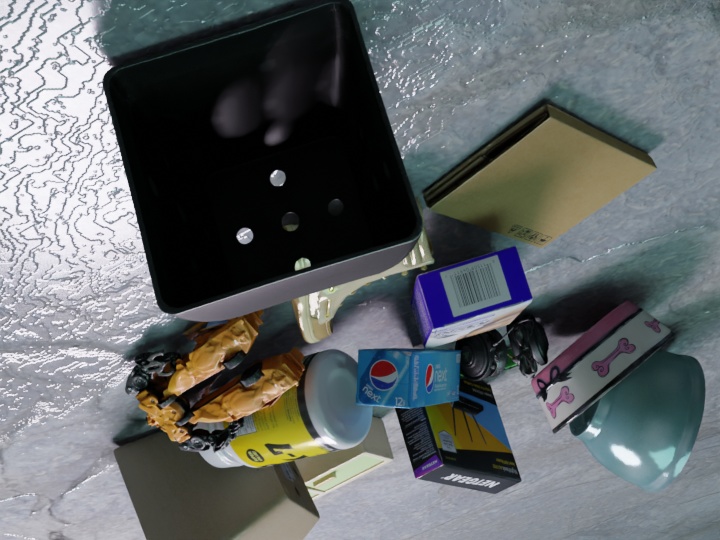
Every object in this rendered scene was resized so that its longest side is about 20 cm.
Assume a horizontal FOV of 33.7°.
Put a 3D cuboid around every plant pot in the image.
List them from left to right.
[{"bbox_3d":[-0.170,0.295,1.538,0.176,0.201,0.200,-31,151,3],"label":"plant pot"},{"bbox_3d":[-0.069,-0.066,0.951,0.198,0.202,0.178,-17,165,0],"label":"plant pot"},{"bbox_3d":[0.377,0.197,1.679,0.133,0.201,0.201,18,144,-7],"label":"plant pot"}]

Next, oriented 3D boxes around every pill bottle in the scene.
[{"bbox_3d":[-0.095,0.167,1.387,0.199,0.115,0.114,-18,156,34],"label":"pill bottle"}]

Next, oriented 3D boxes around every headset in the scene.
[{"bbox_3d":[0.184,0.110,1.489,0.122,0.095,0.200,-12,163,-9],"label":"headset"}]

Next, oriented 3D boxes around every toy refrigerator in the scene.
[{"bbox_3d":[-0.058,0.276,1.679,0.199,0.070,0.076,-30,150,23],"label":"toy refrigerator"}]

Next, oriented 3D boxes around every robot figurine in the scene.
[{"bbox_3d":[-0.163,0.122,1.311,0.199,0.058,0.145,-30,109,30],"label":"robot figurine"}]

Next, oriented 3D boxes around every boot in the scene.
[{"bbox_3d":[0.000,0.000,1.218,0.154,0.073,0.200,-16,149,-4],"label":"boot"}]

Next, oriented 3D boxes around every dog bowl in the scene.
[{"bbox_3d":[0.303,0.118,1.524,0.200,0.074,0.200,-37,169,-8],"label":"dog bowl"}]

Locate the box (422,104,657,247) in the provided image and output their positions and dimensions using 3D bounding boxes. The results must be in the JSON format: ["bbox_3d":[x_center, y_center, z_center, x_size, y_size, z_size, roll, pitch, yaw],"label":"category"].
[{"bbox_3d":[0.185,-0.090,1.207,0.199,0.021,0.163,15,138,-45],"label":"box"}]

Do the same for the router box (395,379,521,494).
[{"bbox_3d":[0.125,0.210,1.576,0.051,0.150,0.199,-31,149,27],"label":"router box"}]

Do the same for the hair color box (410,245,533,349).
[{"bbox_3d":[0.115,0.033,1.285,0.108,0.065,0.200,-17,173,-2],"label":"hair color box"}]

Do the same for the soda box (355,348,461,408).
[{"bbox_3d":[0.060,0.124,1.399,0.067,0.065,0.200,1,177,21],"label":"soda box"}]
